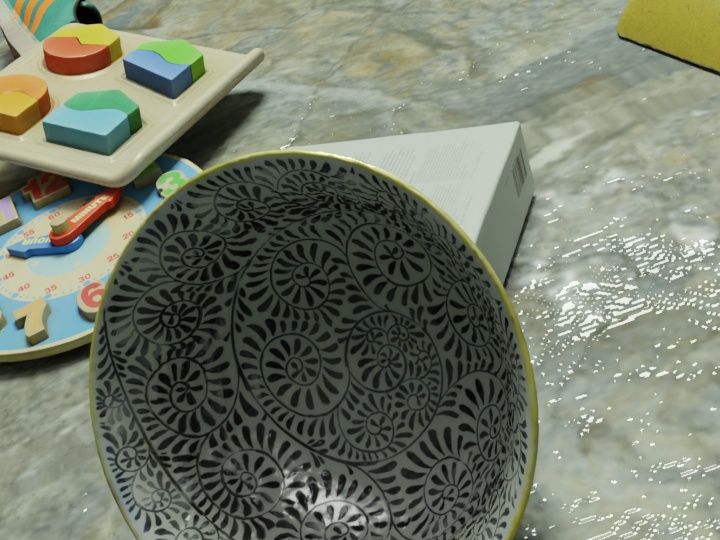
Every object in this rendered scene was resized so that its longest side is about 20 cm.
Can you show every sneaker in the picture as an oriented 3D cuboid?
[{"bbox_3d":[-0.262,-0.204,1.143,0.080,0.072,0.200,-28,42,-11],"label":"sneaker"}]

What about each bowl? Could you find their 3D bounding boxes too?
[{"bbox_3d":[-0.008,0.049,0.567,0.199,0.202,0.094,-4,3,24],"label":"bowl"}]

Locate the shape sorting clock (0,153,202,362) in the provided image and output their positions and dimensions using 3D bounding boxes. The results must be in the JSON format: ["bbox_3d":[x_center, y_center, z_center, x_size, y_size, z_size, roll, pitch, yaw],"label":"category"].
[{"bbox_3d":[-0.187,-0.016,0.853,0.199,0.039,0.201,-15,33,10],"label":"shape sorting clock"}]

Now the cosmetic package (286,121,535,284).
[{"bbox_3d":[0.000,0.000,0.715,0.150,0.052,0.200,-2,38,24],"label":"cosmetic package"}]

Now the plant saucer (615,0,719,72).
[{"bbox_3d":[0.290,-0.191,0.832,0.199,0.049,0.200,-31,34,-15],"label":"plant saucer"}]

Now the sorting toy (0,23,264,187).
[{"bbox_3d":[-0.194,-0.130,0.953,0.199,0.037,0.185,10,38,25],"label":"sorting toy"}]
